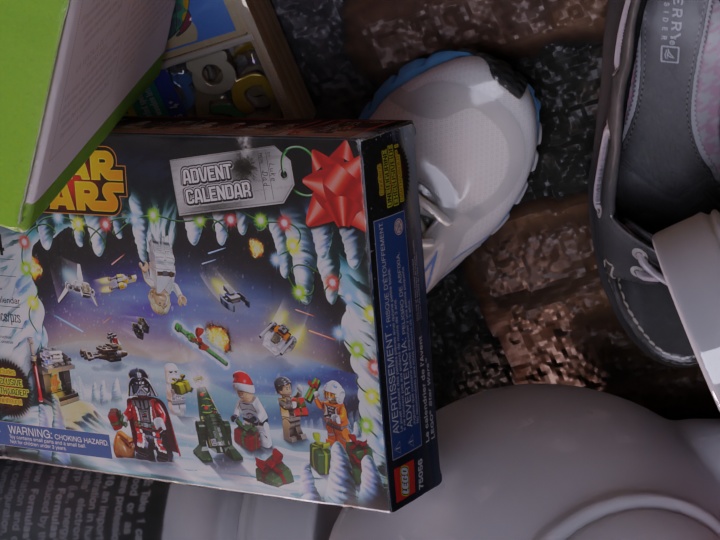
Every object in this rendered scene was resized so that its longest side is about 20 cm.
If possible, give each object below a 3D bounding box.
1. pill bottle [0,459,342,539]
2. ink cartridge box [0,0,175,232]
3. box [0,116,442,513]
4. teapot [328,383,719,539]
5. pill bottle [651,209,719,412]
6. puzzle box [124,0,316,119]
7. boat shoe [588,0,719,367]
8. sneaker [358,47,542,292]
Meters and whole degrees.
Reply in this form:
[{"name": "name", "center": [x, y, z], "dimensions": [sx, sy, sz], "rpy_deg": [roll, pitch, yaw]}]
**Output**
[{"name": "pill bottle", "center": [-0.103, 0.124, 0.895], "dimensions": [0.199, 0.114, 0.114], "rpy_deg": [-1, 118, 15]}, {"name": "ink cartridge box", "center": [-0.103, -0.138, 0.703], "dimensions": [0.076, 0.148, 0.200], "rpy_deg": [19, 120, 4]}, {"name": "box", "center": [-0.067, 0.011, 0.787], "dimensions": [0.199, 0.040, 0.137], "rpy_deg": [3, 104, 33]}, {"name": "teapot", "center": [0.083, 0.142, 0.798], "dimensions": [0.197, 0.146, 0.201], "rpy_deg": [1, 94, -21]}, {"name": "pill bottle", "center": [0.210, -0.012, 0.724], "dimensions": [0.200, 0.113, 0.113], "rpy_deg": [-23, 111, 11]}, {"name": "puzzle box", "center": [-0.115, -0.126, 0.812], "dimensions": [0.133, 0.025, 0.200], "rpy_deg": [-15, 114, 21]}, {"name": "boat shoe", "center": [0.117, -0.043, 0.782], "dimensions": [0.067, 0.057, 0.201], "rpy_deg": [3, 119, 12]}, {"name": "sneaker", "center": [0.000, 0.000, 0.819], "dimensions": [0.075, 0.087, 0.200], "rpy_deg": [36, 119, -6]}]
